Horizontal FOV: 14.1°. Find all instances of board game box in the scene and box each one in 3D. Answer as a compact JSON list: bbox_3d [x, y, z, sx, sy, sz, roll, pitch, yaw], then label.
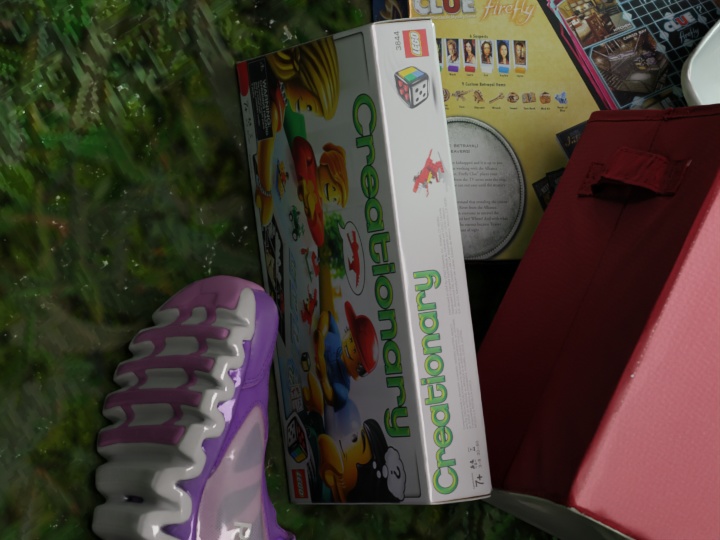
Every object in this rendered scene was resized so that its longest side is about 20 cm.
[{"bbox_3d":[0.102,-0.070,1.355,0.200,0.035,0.136,0,86,-29],"label":"board game box"},{"bbox_3d":[0.000,0.000,1.242,0.035,0.126,0.201,-7,89,-29],"label":"board game box"}]

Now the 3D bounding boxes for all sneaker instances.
[{"bbox_3d":[-0.064,0.104,1.232,0.088,0.080,0.201,17,83,-33],"label":"sneaker"}]

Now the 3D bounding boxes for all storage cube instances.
[{"bbox_3d":[0.164,0.049,1.233,0.200,0.171,0.180,29,82,-17],"label":"storage cube"}]

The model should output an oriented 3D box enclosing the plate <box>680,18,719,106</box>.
[{"bbox_3d":[0.234,-0.073,1.402,0.200,0.032,0.200,-50,119,-35],"label":"plate"}]
